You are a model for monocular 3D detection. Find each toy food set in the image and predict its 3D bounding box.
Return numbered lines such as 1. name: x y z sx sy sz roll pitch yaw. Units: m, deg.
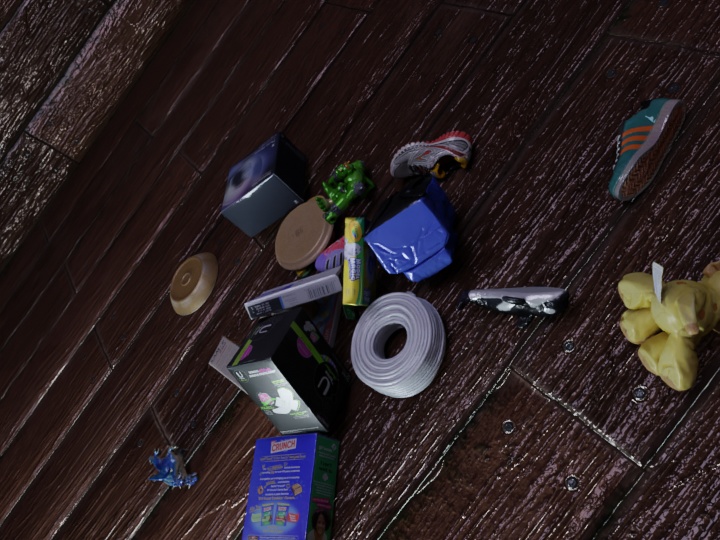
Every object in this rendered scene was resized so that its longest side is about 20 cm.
1. toy food set: -0.140 -0.087 1.487 0.198 0.049 0.200 -45 45 11

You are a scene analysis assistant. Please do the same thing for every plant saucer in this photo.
1. plant saucer: -0.495 0.030 1.734 0.199 0.035 0.202 -21 53 31

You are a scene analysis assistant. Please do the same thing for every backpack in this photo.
1. backpack: 0.109 -0.084 1.192 0.162 0.168 0.200 -27 18 22

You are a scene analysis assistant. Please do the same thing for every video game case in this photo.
1. video game case: -0.129 0.113 1.382 0.199 0.017 0.144 -8 60 37

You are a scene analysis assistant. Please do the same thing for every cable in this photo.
1. cable: 0.072 0.141 1.154 0.200 0.069 0.201 34 90 46

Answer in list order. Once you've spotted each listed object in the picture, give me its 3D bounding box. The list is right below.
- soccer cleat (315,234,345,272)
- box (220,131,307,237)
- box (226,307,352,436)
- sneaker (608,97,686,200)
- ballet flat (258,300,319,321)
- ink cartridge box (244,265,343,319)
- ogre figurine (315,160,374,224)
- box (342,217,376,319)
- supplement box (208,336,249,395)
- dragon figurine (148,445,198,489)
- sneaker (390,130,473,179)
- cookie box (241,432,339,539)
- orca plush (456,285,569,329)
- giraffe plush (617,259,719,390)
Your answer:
1. soccer cleat: -0.033 -0.055 1.356 0.199 0.076 0.067 -21 52 29
2. box: -0.256 -0.232 1.598 0.199 0.123 0.199 -30 40 25
3. box: -0.135 0.201 1.175 0.124 0.201 0.149 -15 30 33
4. sneaker: 0.472 -0.208 1.021 0.201 0.071 0.080 -55 39 -7
5. ballet flat: -0.186 0.116 1.363 0.199 0.072 0.068 -32 47 23
6. ink cartridge box: -0.130 0.044 1.270 0.197 0.200 0.044 -18 95 3
7. ogre figurine: -0.036 -0.200 1.433 0.120 0.098 0.200 -35 9 23
8. box: 0.000 0.000 1.217 0.048 0.117 0.202 2 85 15
9. supplement box: -0.228 0.229 1.322 0.199 0.126 0.074 22 81 45
10. dragon figurine: -0.466 0.480 1.426 0.199 0.059 0.100 -18 54 31
11. sneaker: 0.150 -0.240 1.307 0.199 0.078 0.083 -14 58 35
12. cookie box: -0.134 0.429 1.157 0.170 0.075 0.201 -16 57 34
13. orca plush: 0.263 0.070 1.032 0.199 0.105 0.072 -5 97 27
14. giraffe plush: 0.473 0.046 0.820 0.161 0.201 0.173 -16 46 -3
